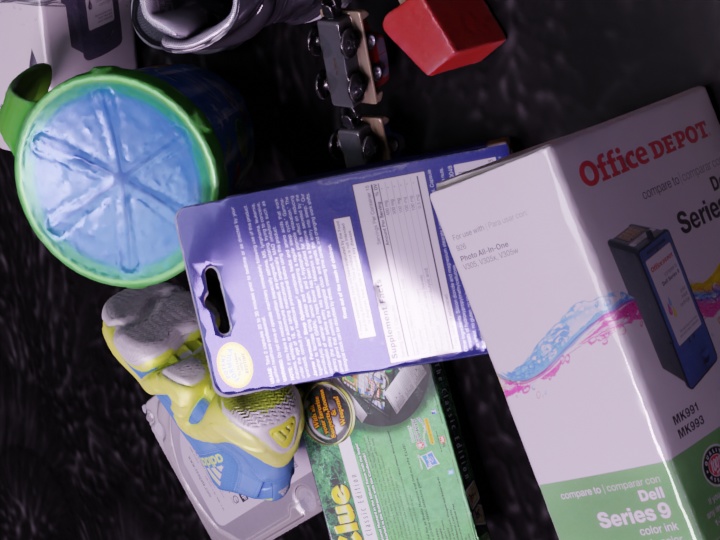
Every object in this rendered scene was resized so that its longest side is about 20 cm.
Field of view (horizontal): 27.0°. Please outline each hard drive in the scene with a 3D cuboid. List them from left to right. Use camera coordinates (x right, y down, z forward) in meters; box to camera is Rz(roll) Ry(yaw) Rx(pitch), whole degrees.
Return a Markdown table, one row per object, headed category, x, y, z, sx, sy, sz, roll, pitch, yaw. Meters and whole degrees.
| category | x | y | z | sx | sy | sz | roll | pitch | yaw |
| --- | --- | --- | --- | --- | --- | --- | --- | --- | --- |
| hard drive | -0.067 | 0.114 | 1.051 | 0.200 | 0.038 | 0.140 | -37 | 80 | 44 |

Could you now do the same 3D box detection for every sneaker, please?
| category | x | y | z | sx | sy | sz | roll | pitch | yaw |
| --- | --- | --- | --- | --- | --- | --- | --- | --- | --- |
| sneaker | -0.103 | -0.170 | 0.919 | 0.200 | 0.114 | 0.076 | -5 | 102 | 45 |
| sneaker | -0.109 | 0.088 | 1.000 | 0.200 | 0.076 | 0.105 | 37 | 141 | 45 |

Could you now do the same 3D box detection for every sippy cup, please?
| category | x | y | z | sx | sy | sz | roll | pitch | yaw |
| --- | --- | --- | --- | --- | --- | --- | --- | --- | --- |
| sippy cup | -0.131 | -0.073 | 0.957 | 0.140 | 0.130 | 0.178 | -26 | 100 | 23 |

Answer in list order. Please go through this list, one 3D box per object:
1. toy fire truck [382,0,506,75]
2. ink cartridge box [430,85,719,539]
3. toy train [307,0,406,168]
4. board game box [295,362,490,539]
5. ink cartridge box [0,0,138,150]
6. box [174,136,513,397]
| category | x | y | z | sx | sy | sz | roll | pitch | yaw |
| --- | --- | --- | --- | --- | --- | --- | --- | --- | --- |
| toy fire truck | 0.035 | -0.224 | 0.813 | 0.141 | 0.049 | 0.200 | -42 | 75 | 46 |
| ink cartridge box | 0.137 | 0.024 | 0.741 | 0.087 | 0.145 | 0.200 | -22 | 90 | 45 |
| toy train | -0.005 | -0.122 | 0.873 | 0.034 | 0.046 | 0.200 | 8 | 125 | 33 |
| board game box | 0.008 | 0.084 | 0.944 | 0.105 | 0.023 | 0.200 | -15 | 89 | 25 |
| ink cartridge box | -0.236 | -0.191 | 1.060 | 0.145 | 0.084 | 0.200 | 14 | 115 | 39 |
| box | 0.000 | 0.000 | 0.874 | 0.200 | 0.032 | 0.121 | -10 | 101 | 10 |
